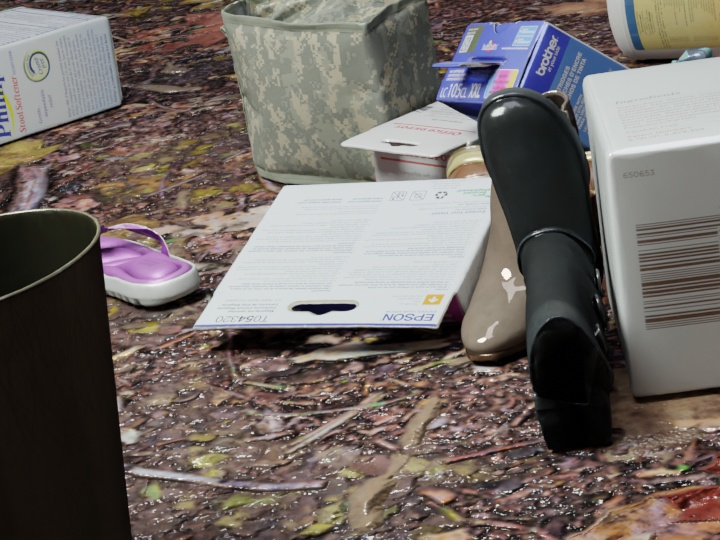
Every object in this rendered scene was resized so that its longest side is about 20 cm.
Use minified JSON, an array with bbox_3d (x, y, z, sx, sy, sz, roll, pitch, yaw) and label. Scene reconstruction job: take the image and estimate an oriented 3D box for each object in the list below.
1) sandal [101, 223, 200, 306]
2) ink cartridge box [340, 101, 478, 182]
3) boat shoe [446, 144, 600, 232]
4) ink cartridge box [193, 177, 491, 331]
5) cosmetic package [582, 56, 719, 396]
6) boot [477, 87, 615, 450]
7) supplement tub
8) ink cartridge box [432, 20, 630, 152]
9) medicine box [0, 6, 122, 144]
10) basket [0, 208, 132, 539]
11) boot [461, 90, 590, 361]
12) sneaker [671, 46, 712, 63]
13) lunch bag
[{"bbox_3d":[-0.196,-0.015,1.670,0.082,0.050,0.202,-23,23,-37],"label":"sandal"},{"bbox_3d":[0.089,-0.101,1.767,0.115,0.067,0.199,10,26,42],"label":"ink cartridge box"},{"bbox_3d":[0.159,-0.049,1.605,0.198,0.072,0.068,4,55,16],"label":"boat shoe"},{"bbox_3d":[0.000,0.000,1.532,0.194,0.044,0.201,-1,35,23],"label":"ink cartridge box"},{"bbox_3d":[0.242,-0.038,1.358,0.165,0.169,0.200,-8,19,4],"label":"cosmetic package"},{"bbox_3d":[0.116,-0.005,1.294,0.065,0.166,0.201,-18,25,17],"label":"boot"},{"bbox_3d":[0.360,-0.288,2.068,0.198,0.146,0.145,1,21,25],"label":"supplement tub"},{"bbox_3d":[0.155,-0.138,1.648,0.199,0.077,0.136,28,-6,-24],"label":"ink cartridge box"},{"bbox_3d":[-0.396,-0.213,2.254,0.199,0.104,0.181,-23,23,-35],"label":"medicine box"},{"bbox_3d":[-0.196,0.090,1.128,0.135,0.202,0.180,-2,19,21],"label":"basket"},{"bbox_3d":[0.112,-0.039,1.452,0.070,0.148,0.200,1,21,22],"label":"boot"},{"bbox_3d":[0.282,-0.154,1.804,0.198,0.087,0.078,-3,18,15],"label":"sneaker"},{"bbox_3d":[-0.030,-0.167,1.860,0.199,0.165,0.117,7,29,37],"label":"lunch bag"}]
